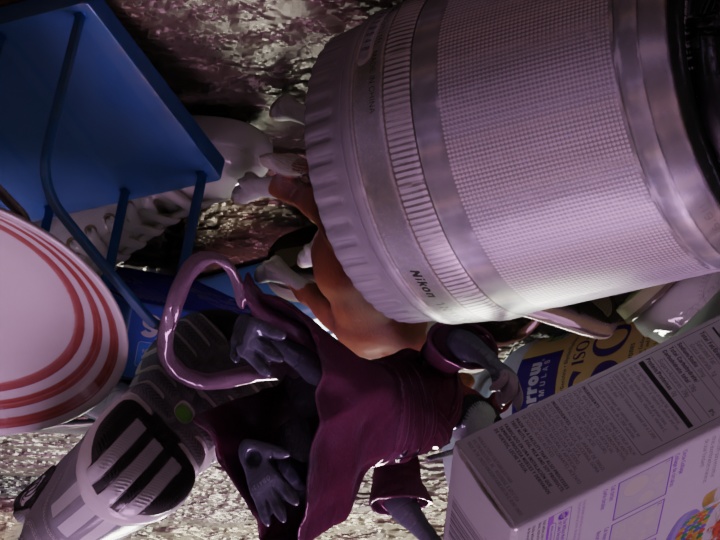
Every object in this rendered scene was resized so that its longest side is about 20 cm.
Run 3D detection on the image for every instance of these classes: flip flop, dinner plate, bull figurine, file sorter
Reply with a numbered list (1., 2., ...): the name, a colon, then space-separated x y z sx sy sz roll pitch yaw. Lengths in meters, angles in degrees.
1. flip flop: 0.045 0.017 1.625 0.199 0.081 0.058 4 115 0
2. dinner plate: -0.206 0.014 1.379 0.199 0.024 0.201 5 142 4
3. bull figurine: 0.000 0.000 1.510 0.121 0.065 0.201 27 143 29
4. file sorter: -0.193 -0.032 1.438 0.199 0.123 0.139 -12 139 24

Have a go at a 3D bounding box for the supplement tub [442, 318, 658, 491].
1. supplement tub: 0.165 0.101 1.753 0.199 0.146 0.145 -15 152 31

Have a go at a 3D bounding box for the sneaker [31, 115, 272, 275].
1. sneaker: -0.133 -0.023 1.546 0.199 0.085 0.073 -15 151 27

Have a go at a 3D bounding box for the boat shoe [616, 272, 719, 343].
1. boat shoe: 0.184 0.017 1.462 0.075 0.068 0.200 -42 171 16

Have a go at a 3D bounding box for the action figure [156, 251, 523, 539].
1. action figure: 0.001 0.074 1.437 0.149 0.134 0.200 35 -159 30

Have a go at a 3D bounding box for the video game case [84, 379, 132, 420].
1. video game case: -0.160 0.054 1.596 0.199 0.022 0.182 19 -179 31

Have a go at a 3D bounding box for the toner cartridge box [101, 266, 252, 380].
1. toner cartridge box: -0.113 0.030 1.604 0.095 0.043 0.200 8 -176 -20

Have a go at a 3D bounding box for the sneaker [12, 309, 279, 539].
1. sneaker: -0.115 0.092 1.448 0.115 0.075 0.200 -39 179 29

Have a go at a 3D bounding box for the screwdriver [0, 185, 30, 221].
1. screwdriver: -0.221 -0.095 1.324 0.200 0.028 0.029 46 -178 -13

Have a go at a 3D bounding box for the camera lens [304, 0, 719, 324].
1. camera lens: 0.094 -0.065 1.349 0.199 0.161 0.160 -13 153 28

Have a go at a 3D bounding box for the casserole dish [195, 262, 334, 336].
1. casserole dish: -0.025 0.031 1.727 0.199 0.039 0.121 -14 153 28

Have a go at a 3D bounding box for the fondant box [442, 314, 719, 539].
1. fondant box: 0.137 0.103 1.408 0.199 0.058 0.145 -23 147 -20

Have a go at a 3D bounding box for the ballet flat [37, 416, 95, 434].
1. ballet flat: -0.215 0.076 1.798 0.199 0.068 0.064 5 163 -10
